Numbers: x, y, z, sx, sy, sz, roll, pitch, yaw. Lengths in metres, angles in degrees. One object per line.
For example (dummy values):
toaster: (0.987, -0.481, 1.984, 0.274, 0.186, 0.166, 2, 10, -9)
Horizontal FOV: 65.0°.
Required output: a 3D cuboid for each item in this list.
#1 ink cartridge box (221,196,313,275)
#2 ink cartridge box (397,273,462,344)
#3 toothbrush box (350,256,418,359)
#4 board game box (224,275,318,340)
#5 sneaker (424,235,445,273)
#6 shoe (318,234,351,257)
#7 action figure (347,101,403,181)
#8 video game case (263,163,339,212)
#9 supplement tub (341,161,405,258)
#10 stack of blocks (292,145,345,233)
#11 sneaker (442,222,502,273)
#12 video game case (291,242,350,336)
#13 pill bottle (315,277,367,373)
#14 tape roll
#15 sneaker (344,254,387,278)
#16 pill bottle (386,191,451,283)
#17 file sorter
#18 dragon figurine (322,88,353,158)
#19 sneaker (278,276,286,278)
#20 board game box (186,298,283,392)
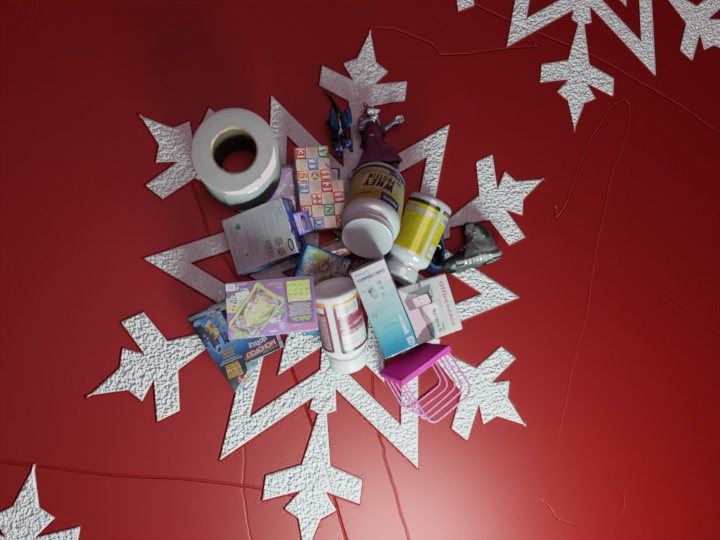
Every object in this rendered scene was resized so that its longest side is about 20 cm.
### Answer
ink cartridge box: (-0.211, -0.084, 1.335, 0.196, 0.076, 0.140, -19, 87, 15)
ink cartridge box: (0.137, 0.108, 1.417, 0.195, 0.084, 0.149, -18, 87, -13)
toothbrush box: (0.054, 0.077, 1.277, 0.083, 0.146, 0.204, -21, 93, 4)
board game box: (-0.194, 0.080, 1.234, 0.194, 0.032, 0.123, -4, 80, -12)
sneaker: (0.189, -0.096, 1.458, 0.064, 0.078, 0.206, -2, 82, -10)
shoe: (-0.061, -0.057, 1.404, 0.197, 0.070, 0.054, -28, 97, -11)
action figure: (0.033, -0.338, 1.462, 0.132, 0.148, 0.205, 6, 61, -43)
video game case: (-0.150, -0.194, 1.430, 0.194, 0.019, 0.147, 2, 82, -10)
supplement tub: (0.030, -0.145, 1.350, 0.141, 0.146, 0.203, 19, 48, -8)
stack of blocks: (-0.101, -0.200, 1.401, 0.112, 0.059, 0.206, -6, 84, -12)
sneaker: (0.274, -0.065, 1.470, 0.196, 0.075, 0.118, -12, 76, -34)
video game case: (-0.114, 0.049, 1.343, 0.141, 0.018, 0.204, 19, 97, -44)
pill bottle: (-0.045, 0.131, 1.332, 0.111, 0.114, 0.205, -15, 113, -13)
tape roll: (-0.288, -0.260, 1.337, 0.197, 0.139, 0.209, 1, 82, -5)
sneaker: (0.000, 0.000, 1.408, 0.080, 0.075, 0.202, 34, 78, -5)
pill bottle: (0.135, -0.078, 1.378, 0.110, 0.112, 0.204, 25, 87, -7)
file sorter: (0.153, 0.265, 1.345, 0.137, 0.200, 0.127, -33, 93, -13)
dragon figurine: (-0.053, -0.377, 1.430, 0.057, 0.099, 0.206, -5, 84, -12)
sneaker: (-0.223, 0.098, 1.341, 0.066, 0.090, 0.203, 33, 78, -5)
board game box: (-0.272, 0.161, 1.296, 0.196, 0.062, 0.204, -23, 89, 16)
